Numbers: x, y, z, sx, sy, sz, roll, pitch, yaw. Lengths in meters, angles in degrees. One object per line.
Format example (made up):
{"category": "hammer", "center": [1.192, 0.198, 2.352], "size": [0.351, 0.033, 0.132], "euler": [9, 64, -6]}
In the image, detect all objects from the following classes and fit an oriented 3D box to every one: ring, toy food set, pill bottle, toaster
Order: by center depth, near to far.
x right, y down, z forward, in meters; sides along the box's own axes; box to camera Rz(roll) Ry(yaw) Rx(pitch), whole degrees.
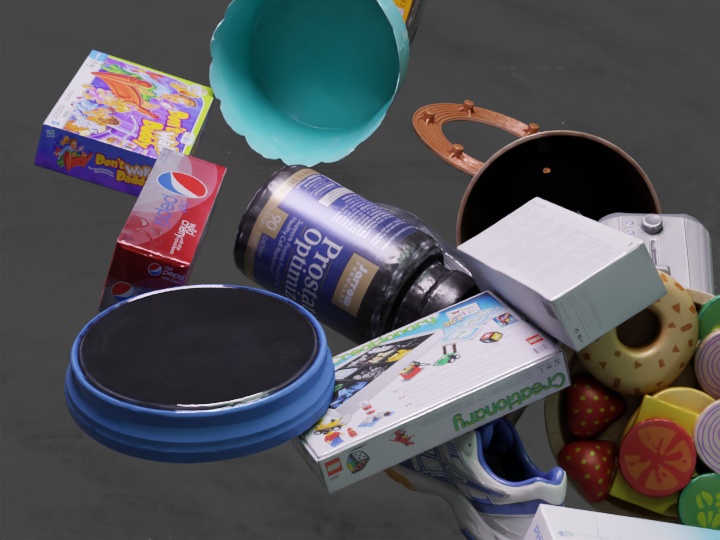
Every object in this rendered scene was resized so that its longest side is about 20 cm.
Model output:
{"category": "toy food set", "center": [0.243, 0.106, 1.244], "size": [0.197, 0.201, 0.049], "euler": [20, 0, 1]}
{"category": "toaster", "center": [0.243, 0.058, 1.360], "size": [0.113, 0.201, 0.129], "euler": [3, 38, 5]}
{"category": "pill bottle", "center": [0.000, 0.000, 1.361], "size": [0.199, 0.112, 0.112], "euler": [30, 29, 20]}
{"category": "ring", "center": [0.156, -0.148, 1.836], "size": [0.199, 0.019, 0.201], "euler": [15, 28, -8]}

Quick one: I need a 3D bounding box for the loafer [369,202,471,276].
{"category": "loafer", "center": [0.048, -0.002, 1.442], "size": [0.200, 0.068, 0.070], "euler": [33, 36, 29]}

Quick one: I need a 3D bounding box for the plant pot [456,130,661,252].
{"category": "plant pot", "center": [0.187, -0.053, 1.535], "size": [0.186, 0.188, 0.200], "euler": [20, 13, 0]}

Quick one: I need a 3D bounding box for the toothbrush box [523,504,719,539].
{"category": "toothbrush box", "center": [0.213, 0.246, 1.077], "size": [0.199, 0.086, 0.147], "euler": [11, 29, -18]}

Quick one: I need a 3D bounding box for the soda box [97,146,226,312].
{"category": "soda box", "center": [-0.165, -0.031, 1.354], "size": [0.063, 0.070, 0.200], "euler": [18, 27, -5]}

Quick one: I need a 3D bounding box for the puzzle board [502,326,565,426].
{"category": "puzzle board", "center": [0.141, 0.054, 1.311], "size": [0.017, 0.151, 0.200], "euler": [26, 27, -3]}

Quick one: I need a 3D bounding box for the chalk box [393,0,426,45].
{"category": "chalk box", "center": [0.018, -0.346, 1.994], "size": [0.123, 0.125, 0.200], "euler": [21, 26, 3]}

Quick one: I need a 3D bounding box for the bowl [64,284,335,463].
{"category": "bowl", "center": [-0.118, 0.069, 1.173], "size": [0.199, 0.040, 0.201], "euler": [0, 28, 0]}

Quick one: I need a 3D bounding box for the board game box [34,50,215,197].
{"category": "board game box", "center": [-0.223, -0.140, 1.544], "size": [0.134, 0.045, 0.200], "euler": [17, 27, -5]}

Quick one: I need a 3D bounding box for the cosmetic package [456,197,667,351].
{"category": "cosmetic package", "center": [0.149, 0.000, 1.214], "size": [0.082, 0.051, 0.200], "euler": [-34, 18, -7]}

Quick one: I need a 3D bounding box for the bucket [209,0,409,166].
{"category": "bucket", "center": [-0.046, -0.218, 1.640], "size": [0.206, 0.208, 0.135], "euler": [22, 17, 4]}

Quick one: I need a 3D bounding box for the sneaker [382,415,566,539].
{"category": "sneaker", "center": [0.078, 0.133, 1.197], "size": [0.200, 0.088, 0.075], "euler": [35, 33, 30]}

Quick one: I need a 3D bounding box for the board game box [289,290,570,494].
{"category": "board game box", "center": [0.040, 0.086, 1.189], "size": [0.199, 0.035, 0.126], "euler": [-23, 27, -12]}
